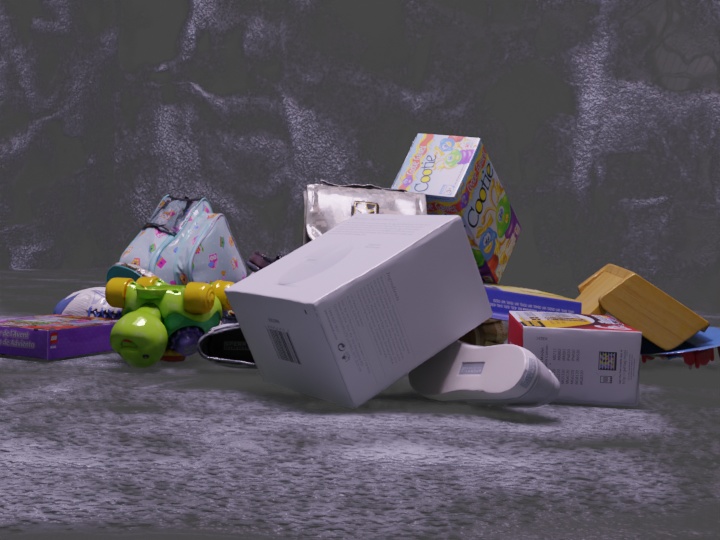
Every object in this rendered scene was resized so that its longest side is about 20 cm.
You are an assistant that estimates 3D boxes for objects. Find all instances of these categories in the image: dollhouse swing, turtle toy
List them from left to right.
[{"bbox_3d":[-0.242,0.063,1.337,0.143,0.103,0.200,3,2,16],"label":"turtle toy"},{"bbox_3d":[0.376,0.095,1.598,0.180,0.177,0.200,33,4,0],"label":"dollhouse swing"}]

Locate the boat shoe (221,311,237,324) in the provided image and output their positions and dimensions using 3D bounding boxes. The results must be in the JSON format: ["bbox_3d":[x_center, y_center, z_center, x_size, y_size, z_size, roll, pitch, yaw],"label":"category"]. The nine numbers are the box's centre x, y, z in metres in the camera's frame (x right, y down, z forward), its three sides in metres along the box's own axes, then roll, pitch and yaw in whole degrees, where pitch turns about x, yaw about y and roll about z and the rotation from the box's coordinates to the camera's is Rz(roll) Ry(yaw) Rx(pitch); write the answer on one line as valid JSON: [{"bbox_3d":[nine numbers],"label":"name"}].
[{"bbox_3d":[-0.105,0.067,1.564,0.197,0.093,0.071,3,2,-5],"label":"boat shoe"}]

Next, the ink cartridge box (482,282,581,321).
[{"bbox_3d":[0.201,0.044,1.511,0.194,0.048,0.200,9,0,-16],"label":"ink cartridge box"}]

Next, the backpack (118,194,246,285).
[{"bbox_3d":[-0.286,0.001,1.731,0.152,0.178,0.200,13,47,33],"label":"backpack"}]

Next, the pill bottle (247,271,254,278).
[{"bbox_3d":[-0.105,0.052,1.721,0.111,0.115,0.199,2,3,-30],"label":"pill bottle"}]

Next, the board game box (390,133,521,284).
[{"bbox_3d":[0.139,-0.085,1.529,0.102,0.106,0.201,9,-30,34],"label":"board game box"}]

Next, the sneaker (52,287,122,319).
[{"bbox_3d":[-0.339,0.065,1.547,0.196,0.077,0.088,1,3,-11],"label":"sneaker"}]

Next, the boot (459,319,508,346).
[{"bbox_3d":[0.161,0.092,1.595,0.153,0.074,0.199,3,-1,-29],"label":"boot"}]

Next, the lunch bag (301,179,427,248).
[{"bbox_3d":[0.001,-0.014,1.410,0.161,0.204,0.118,3,1,-5],"label":"lunch bag"}]

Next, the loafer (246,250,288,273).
[{"bbox_3d":[-0.078,0.011,1.570,0.199,0.064,0.072,31,0,-36],"label":"loafer"}]

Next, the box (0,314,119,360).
[{"bbox_3d":[-0.401,0.084,1.413,0.135,0.040,0.200,3,2,21],"label":"box"}]

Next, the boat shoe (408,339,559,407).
[{"bbox_3d":[0.126,0.109,1.123,0.068,0.073,0.199,32,-24,-27],"label":"boat shoe"}]

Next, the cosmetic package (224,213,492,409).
[{"bbox_3d":[-0.003,0.034,1.161,0.199,0.124,0.198,-32,19,-27],"label":"cosmetic package"}]

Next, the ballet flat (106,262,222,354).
[{"bbox_3d":[-0.265,0.053,1.488,0.199,0.076,0.064,34,17,24],"label":"ballet flat"}]

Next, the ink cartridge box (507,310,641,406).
[{"bbox_3d":[0.219,0.097,1.253,0.172,0.085,0.200,2,2,3],"label":"ink cartridge box"}]

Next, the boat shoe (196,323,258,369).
[{"bbox_3d":[-0.095,0.085,1.279,0.196,0.075,0.068,3,-2,8],"label":"boat shoe"}]

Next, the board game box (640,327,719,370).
[{"bbox_3d":[0.466,0.121,1.587,0.155,0.040,0.200,-9,3,0],"label":"board game box"}]
